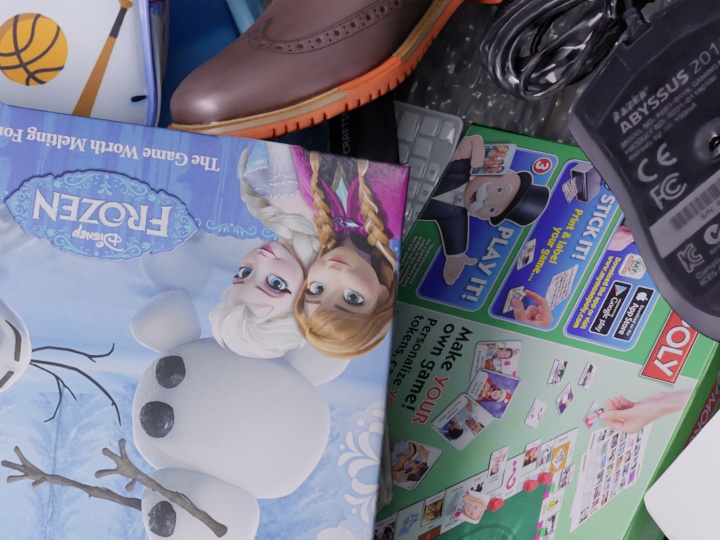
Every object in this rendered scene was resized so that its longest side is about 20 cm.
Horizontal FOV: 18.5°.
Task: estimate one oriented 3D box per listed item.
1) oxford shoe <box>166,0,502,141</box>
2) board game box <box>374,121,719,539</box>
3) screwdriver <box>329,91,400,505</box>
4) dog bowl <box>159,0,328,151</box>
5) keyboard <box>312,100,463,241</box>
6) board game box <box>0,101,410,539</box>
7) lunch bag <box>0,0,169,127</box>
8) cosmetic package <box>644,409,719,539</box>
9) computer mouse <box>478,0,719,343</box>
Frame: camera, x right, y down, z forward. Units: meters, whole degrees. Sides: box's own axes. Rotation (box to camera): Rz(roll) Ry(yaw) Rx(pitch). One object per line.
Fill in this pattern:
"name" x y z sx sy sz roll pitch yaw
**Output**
"oxford shoe" -0.004 -0.109 0.799 0.071 0.073 0.200 2 34 46
"board game box" 0.055 0.045 0.770 0.134 0.029 0.200 15 63 31
"screwdriver" 0.000 0.000 0.795 0.029 0.028 0.200 -3 51 7
"dog bowl" -0.089 -0.098 0.867 0.111 0.050 0.200 -25 73 6
"keyboard" -0.016 0.028 0.848 0.056 0.011 0.201 17 82 15
"board game box" -0.092 0.050 0.707 0.199 0.043 0.200 7 76 -8
"lunch bag" -0.168 -0.098 0.783 0.199 0.076 0.161 -2 103 -5
"cosmetic package" 0.205 0.058 0.712 0.200 0.081 0.113 -24 69 -30
"computer mouse" 0.129 -0.048 0.748 0.138 0.053 0.200 -37 46 18
